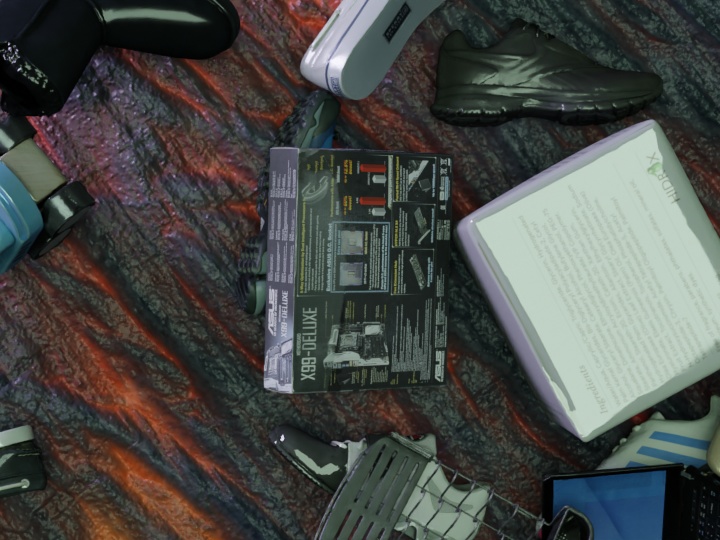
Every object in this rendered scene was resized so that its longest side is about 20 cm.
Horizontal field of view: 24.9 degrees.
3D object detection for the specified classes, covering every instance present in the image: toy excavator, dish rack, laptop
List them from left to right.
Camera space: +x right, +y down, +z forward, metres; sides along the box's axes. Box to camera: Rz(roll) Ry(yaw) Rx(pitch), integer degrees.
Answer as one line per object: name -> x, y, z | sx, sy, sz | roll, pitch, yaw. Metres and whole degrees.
toy excavator -> -0.342, -0.018, 1.352 | 0.200, 0.194, 0.100 | -40, 91, -29
dish rack -> 0.068, 0.226, 1.307 | 0.200, 0.055, 0.154 | 29, 72, 1
laptop -> 0.254, 0.259, 1.335 | 0.103, 0.200, 0.178 | -27, 130, -31

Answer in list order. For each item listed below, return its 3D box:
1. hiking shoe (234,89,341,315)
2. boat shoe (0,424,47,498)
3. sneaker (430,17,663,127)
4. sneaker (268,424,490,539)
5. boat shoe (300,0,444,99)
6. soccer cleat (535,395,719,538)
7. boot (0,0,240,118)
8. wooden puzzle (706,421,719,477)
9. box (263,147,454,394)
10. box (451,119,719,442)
hiking shoe -> -0.044, -0.053, 1.392 | 0.086, 0.074, 0.201 | 15, 93, -19
boat shoe -> -0.364, 0.189, 1.372 | 0.199, 0.076, 0.060 | -19, 85, -1
sneaker -> 0.159, -0.170, 1.391 | 0.199, 0.076, 0.091 | 1, 84, -4
sneaker -> 0.019, 0.166, 1.387 | 0.200, 0.074, 0.089 | 30, 89, -11
boat shoe -> 0.020, -0.235, 1.386 | 0.065, 0.074, 0.200 | 24, 66, 37
soccer cleat -> 0.240, 0.173, 1.401 | 0.200, 0.070, 0.087 | -23, 53, 10
boot -> -0.217, -0.181, 1.334 | 0.200, 0.077, 0.168 | 19, 48, 3
wooden puzzle -> 0.387, 0.133, 1.370 | 0.200, 0.037, 0.185 | 36, 72, -25
box -> 0.000, 0.000, 1.353 | 0.157, 0.050, 0.201 | -1, 94, -33
box -> 0.193, 0.008, 1.325 | 0.171, 0.199, 0.200 | -27, 91, -1
